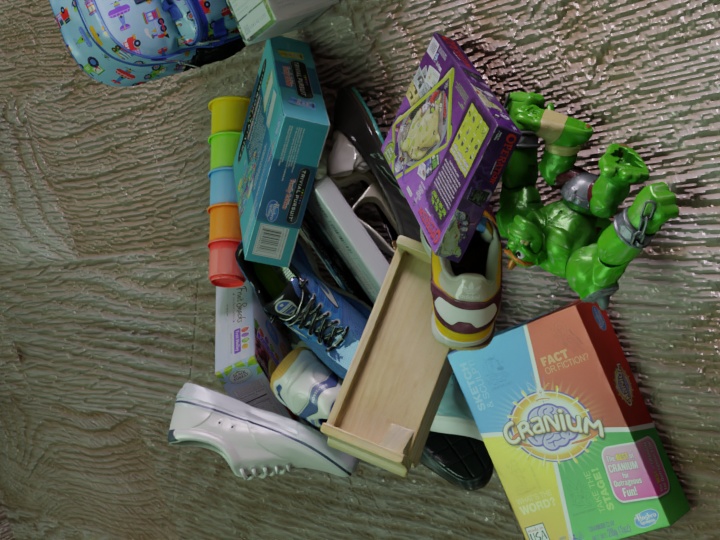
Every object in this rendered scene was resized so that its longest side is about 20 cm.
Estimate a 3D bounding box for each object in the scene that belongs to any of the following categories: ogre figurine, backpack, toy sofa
[{"bbox_3d":[0.168,-0.052,1.317,0.199,0.098,0.121,29,119,30],"label":"ogre figurine"},{"bbox_3d":[-0.209,-0.288,1.689,0.134,0.198,0.185,-13,98,62],"label":"backpack"},{"bbox_3d":[0.040,0.079,1.509,0.082,0.202,0.098,20,171,11],"label":"toy sofa"}]

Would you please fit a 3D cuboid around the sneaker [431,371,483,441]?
[{"bbox_3d":[0.109,0.111,1.571,0.199,0.073,0.083,8,111,49],"label":"sneaker"}]

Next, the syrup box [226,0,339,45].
[{"bbox_3d":[-0.105,-0.330,1.598,0.079,0.081,0.202,-23,90,60],"label":"syrup box"}]

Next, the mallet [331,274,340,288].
[{"bbox_3d":[-0.042,-0.047,1.752,0.202,0.041,0.066,63,156,-1],"label":"mallet"}]

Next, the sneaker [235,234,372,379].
[{"bbox_3d":[-0.053,0.041,1.611,0.200,0.089,0.079,45,113,10],"label":"sneaker"}]

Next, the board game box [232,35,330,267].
[{"bbox_3d":[-0.079,-0.120,1.610,0.201,0.046,0.152,-103,28,-60],"label":"board game box"}]

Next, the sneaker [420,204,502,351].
[{"bbox_3d":[0.092,-0.029,1.424,0.201,0.074,0.091,-95,9,-47],"label":"sneaker"}]

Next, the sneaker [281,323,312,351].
[{"bbox_3d":[-0.069,0.021,1.745,0.115,0.076,0.199,55,177,-15],"label":"sneaker"}]

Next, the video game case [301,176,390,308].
[{"bbox_3d":[0.000,0.000,1.629,0.201,0.023,0.182,55,169,-7],"label":"video game case"}]

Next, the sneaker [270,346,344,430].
[{"bbox_3d":[-0.020,0.152,1.703,0.088,0.076,0.200,36,178,32],"label":"sneaker"}]

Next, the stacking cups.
[{"bbox_3d":[-0.134,-0.083,1.771,0.060,0.060,0.203,145,127,-62],"label":"stacking cups"}]

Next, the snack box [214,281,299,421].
[{"bbox_3d":[-0.106,0.093,1.805,0.201,0.052,0.143,-97,-18,-56],"label":"snack box"}]

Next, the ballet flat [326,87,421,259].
[{"bbox_3d":[0.011,-0.085,1.584,0.201,0.068,0.068,59,165,17],"label":"ballet flat"}]

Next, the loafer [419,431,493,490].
[{"bbox_3d":[0.076,0.164,1.671,0.200,0.072,0.073,49,159,49],"label":"loafer"}]

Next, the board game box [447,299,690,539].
[{"bbox_3d":[0.178,0.138,1.435,0.152,0.040,0.202,-25,89,40],"label":"board game box"}]

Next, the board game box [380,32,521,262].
[{"bbox_3d":[0.071,-0.106,1.380,0.121,0.032,0.201,-61,25,21],"label":"board game box"}]

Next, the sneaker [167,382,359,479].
[{"bbox_3d":[-0.101,0.181,1.681,0.198,0.072,0.073,19,167,6],"label":"sneaker"}]
